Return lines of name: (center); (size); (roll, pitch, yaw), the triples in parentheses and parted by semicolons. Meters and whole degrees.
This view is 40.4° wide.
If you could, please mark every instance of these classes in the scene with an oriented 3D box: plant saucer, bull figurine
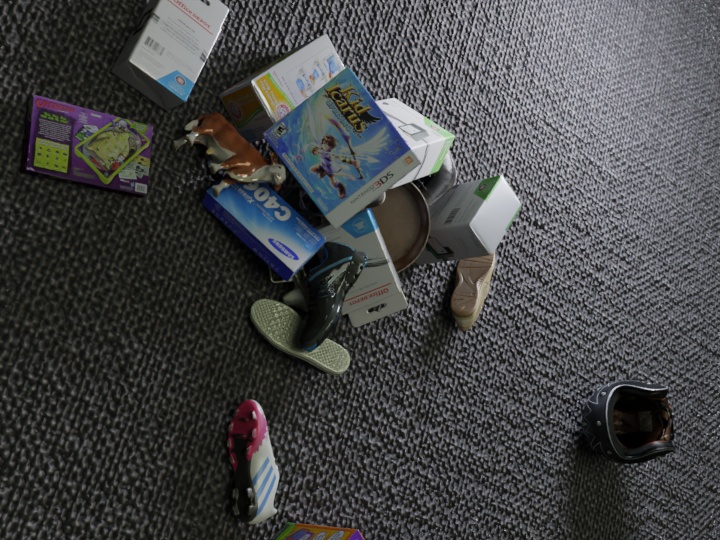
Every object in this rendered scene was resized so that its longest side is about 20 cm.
plant saucer: (0.028, -0.088, 1.797); (0.034, 0.200, 0.201); (-71, 139, -80)
bull figurine: (-0.215, -0.187, 1.616); (0.121, 0.065, 0.200); (-26, 59, -39)

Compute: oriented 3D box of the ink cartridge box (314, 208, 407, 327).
ink cartridge box: (0.000, 0.000, 1.755); (0.116, 0.067, 0.200); (-22, 98, 5)

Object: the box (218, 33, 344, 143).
box: (-0.131, -0.319, 1.723); (0.200, 0.112, 0.101); (-41, 110, -36)

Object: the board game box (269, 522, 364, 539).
board game box: (-0.078, 0.547, 1.551); (0.200, 0.200, 0.200); (-39, 106, -36)

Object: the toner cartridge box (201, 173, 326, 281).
toner cartridge box: (-0.163, -0.084, 1.653); (0.200, 0.043, 0.095); (42, 57, 1)

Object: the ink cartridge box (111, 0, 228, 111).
ink cartridge box: (-0.311, -0.381, 1.617); (0.116, 0.067, 0.200); (35, 62, -29)

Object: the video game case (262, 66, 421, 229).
video game case: (-0.030, -0.201, 1.611); (0.181, 0.045, 0.200); (-38, 92, 5)

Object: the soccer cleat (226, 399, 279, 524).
soccer cleat: (-0.172, 0.314, 1.613); (0.086, 0.070, 0.200); (11, 77, -54)

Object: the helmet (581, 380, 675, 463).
helmet: (0.582, 0.331, 2.140); (0.200, 0.190, 0.200); (-6, 90, -77)

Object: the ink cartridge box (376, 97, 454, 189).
ink cartridge box: (0.057, -0.230, 1.744); (0.145, 0.084, 0.200); (35, 27, 16)

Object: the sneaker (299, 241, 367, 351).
sneaker: (-0.064, 0.044, 1.666); (0.082, 0.073, 0.200); (26, 68, 0)

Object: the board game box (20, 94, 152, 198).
board game box: (-0.421, -0.190, 1.518); (0.200, 0.032, 0.120); (11, 79, -38)

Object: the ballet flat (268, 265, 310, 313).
ballet flat: (-0.119, 0.011, 1.714); (0.075, 0.068, 0.200); (-27, 94, -17)

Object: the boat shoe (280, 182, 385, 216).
boat shoe: (-0.057, -0.128, 1.694); (0.057, 0.200, 0.067); (-23, 108, -68)

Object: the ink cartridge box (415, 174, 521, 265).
ink cartridge box: (0.188, -0.095, 1.889); (0.084, 0.200, 0.146); (51, 56, -24)

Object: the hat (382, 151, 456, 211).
hat: (0.080, -0.185, 1.884); (0.200, 0.081, 0.201); (5, 67, -13)

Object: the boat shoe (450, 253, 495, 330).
boat shoe: (0.226, 0.033, 1.990); (0.065, 0.071, 0.200); (79, 29, -46)

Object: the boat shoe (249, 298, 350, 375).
boat shoe: (-0.110, 0.120, 1.696); (0.200, 0.062, 0.075); (34, 66, -13)
